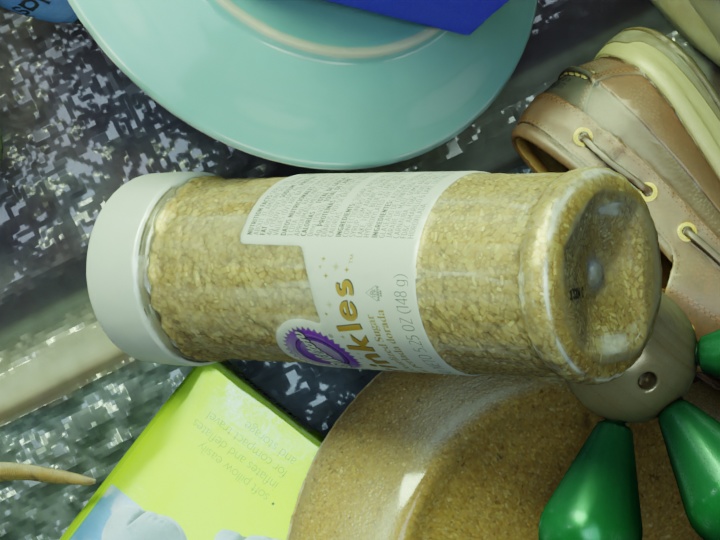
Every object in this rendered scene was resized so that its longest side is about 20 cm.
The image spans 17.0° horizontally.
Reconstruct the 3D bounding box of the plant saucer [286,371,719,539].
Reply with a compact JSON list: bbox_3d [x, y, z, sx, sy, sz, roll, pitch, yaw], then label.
[{"bbox_3d":[0.073,0.113,0.845,0.200,0.035,0.201,1,85,-18],"label":"plant saucer"}]

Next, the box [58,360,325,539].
[{"bbox_3d":[-0.068,0.144,0.879,0.122,0.048,0.200,37,90,3],"label":"box"}]

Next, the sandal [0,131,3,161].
[{"bbox_3d":[-0.175,-0.124,0.881,0.057,0.080,0.201,-27,90,-26],"label":"sandal"}]

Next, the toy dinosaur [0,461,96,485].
[{"bbox_3d":[-0.198,0.109,0.887,0.106,0.060,0.200,39,101,-10],"label":"toy dinosaur"}]

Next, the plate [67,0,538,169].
[{"bbox_3d":[-0.019,-0.133,0.836,0.200,0.026,0.201,10,68,-24],"label":"plate"}]

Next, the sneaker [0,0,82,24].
[{"bbox_3d":[-0.091,-0.175,0.874,0.111,0.077,0.201,17,58,-32],"label":"sneaker"}]

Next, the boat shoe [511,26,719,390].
[{"bbox_3d":[0.125,0.012,0.852,0.067,0.072,0.200,-31,82,-18],"label":"boat shoe"}]

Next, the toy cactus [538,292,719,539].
[{"bbox_3d":[0.116,0.054,0.791,0.200,0.102,0.165,-43,72,18],"label":"toy cactus"}]

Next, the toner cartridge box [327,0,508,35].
[{"bbox_3d":[0.008,-0.188,0.830,0.095,0.043,0.201,11,67,-26],"label":"toner cartridge box"}]

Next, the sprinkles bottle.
[{"bbox_3d":[0.000,0.000,0.794,0.200,0.068,0.068,1,89,40],"label":"sprinkles bottle"}]

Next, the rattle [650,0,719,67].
[{"bbox_3d":[0.137,-0.137,0.795,0.143,0.200,0.131,-25,89,2],"label":"rattle"}]
